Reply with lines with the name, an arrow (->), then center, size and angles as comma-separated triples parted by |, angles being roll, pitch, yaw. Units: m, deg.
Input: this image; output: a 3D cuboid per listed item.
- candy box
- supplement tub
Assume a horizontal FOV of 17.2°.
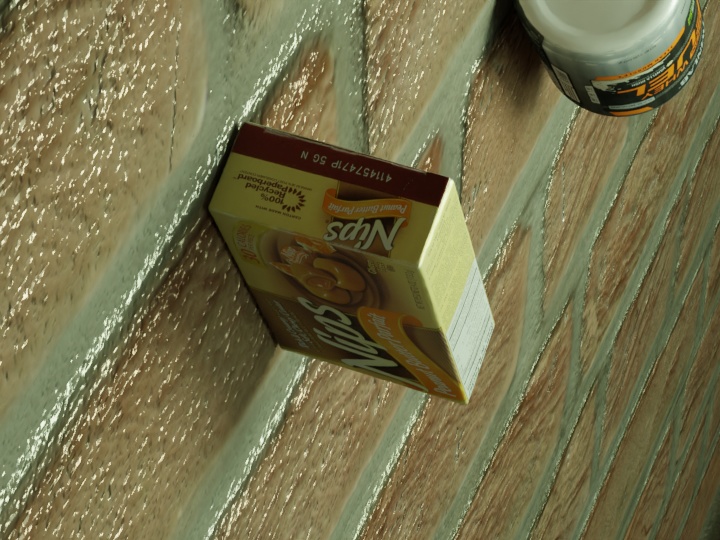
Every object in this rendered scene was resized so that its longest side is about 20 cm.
candy box -> 0.000, 0.000, 1.255 | 0.200, 0.115, 0.055 | 67, 42, -66
supplement tub -> 0.180, -0.181, 1.695 | 0.200, 0.122, 0.123 | 38, 68, -73
